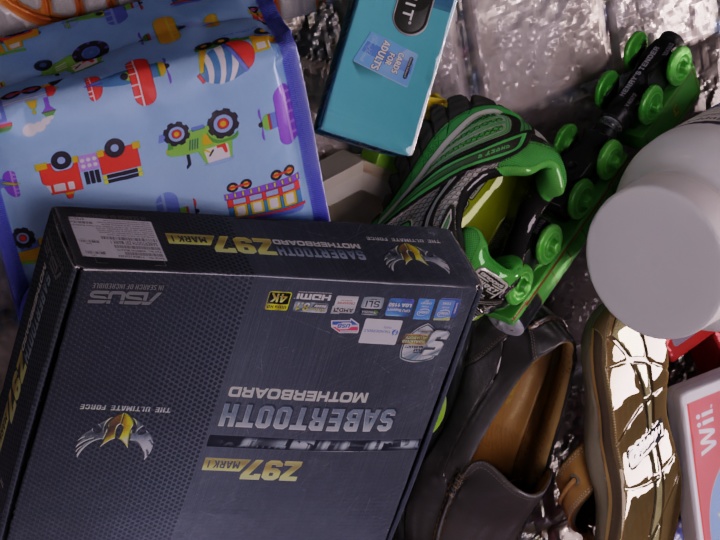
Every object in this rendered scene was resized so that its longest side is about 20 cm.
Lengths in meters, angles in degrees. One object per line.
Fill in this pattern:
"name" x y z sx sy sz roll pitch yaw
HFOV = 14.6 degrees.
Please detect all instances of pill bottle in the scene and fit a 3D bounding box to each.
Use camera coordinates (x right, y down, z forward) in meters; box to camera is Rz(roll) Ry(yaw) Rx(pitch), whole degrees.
"pill bottle" 0.204 -0.033 1.499 0.200 0.110 0.112 -28 124 -51

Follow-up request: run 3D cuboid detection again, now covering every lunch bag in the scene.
"lunch bag" -0.091 -0.016 1.298 0.150 0.094 0.201 -15 118 -6

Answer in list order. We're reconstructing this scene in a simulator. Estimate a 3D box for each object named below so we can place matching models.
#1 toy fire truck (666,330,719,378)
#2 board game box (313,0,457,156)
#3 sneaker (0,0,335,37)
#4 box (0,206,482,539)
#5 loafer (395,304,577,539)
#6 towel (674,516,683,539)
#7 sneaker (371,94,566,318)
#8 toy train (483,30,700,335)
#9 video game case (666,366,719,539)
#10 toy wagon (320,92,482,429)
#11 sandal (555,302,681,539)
"toy fire truck" 0.186 0.101 1.603 0.141 0.049 0.201 -36 113 -16
"board game box" 0.028 -0.156 1.343 0.047 0.151 0.201 16 92 -3
"sneaker" -0.101 -0.144 1.329 0.198 0.077 0.079 -9 120 -10
"box" -0.060 0.053 1.273 0.199 0.051 0.158 4 125 -25
"loafer" 0.070 0.110 1.531 0.072 0.072 0.201 -2 109 -33
"towel" 0.246 0.157 1.695 0.200 0.024 0.145 -50 127 -8
"sneaker" 0.029 0.006 1.410 0.078 0.085 0.201 32 88 -36
"toy train" 0.120 -0.046 1.501 0.200 0.042 0.057 -53 145 -22
"video game case" 0.266 0.104 1.606 0.199 0.017 0.144 -19 111 -26
"toy wagon" 0.000 0.000 1.466 0.155 0.040 0.201 20 95 -37
"sandal" 0.134 0.106 1.532 0.080 0.054 0.201 -33 124 -48
